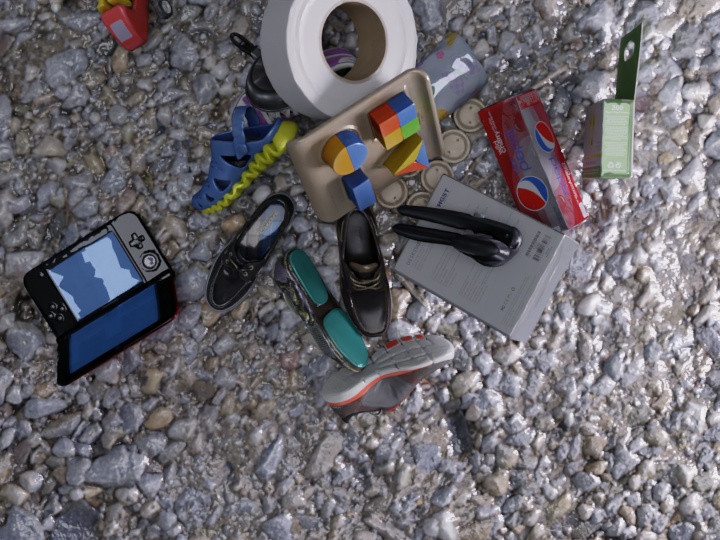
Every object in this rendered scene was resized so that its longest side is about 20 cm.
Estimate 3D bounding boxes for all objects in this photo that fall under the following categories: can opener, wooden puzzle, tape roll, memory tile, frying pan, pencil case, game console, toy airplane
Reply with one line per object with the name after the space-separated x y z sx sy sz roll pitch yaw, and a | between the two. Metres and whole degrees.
0.125 -0.054 1.337 0.200 0.079 0.063 22 84 41 | can opener
0.017 -0.151 1.321 0.200 0.185 0.046 -30 59 -5 | wooden puzzle
-0.025 -0.293 1.300 0.202 0.071 0.203 -6 101 -33 | tape roll
0.078 -0.180 1.444 0.153 0.017 0.200 28 96 0 | memory tile
-0.116 -0.292 1.376 0.115 0.031 0.190 -25 56 8 | frying pan
0.079 -0.238 1.390 0.200 0.083 0.091 -39 84 5 | pencil case
-0.371 0.035 1.425 0.200 0.119 0.173 -31 93 4 | game console
-0.350 -0.424 1.373 0.199 0.141 0.200 31 111 19 | toy airplane

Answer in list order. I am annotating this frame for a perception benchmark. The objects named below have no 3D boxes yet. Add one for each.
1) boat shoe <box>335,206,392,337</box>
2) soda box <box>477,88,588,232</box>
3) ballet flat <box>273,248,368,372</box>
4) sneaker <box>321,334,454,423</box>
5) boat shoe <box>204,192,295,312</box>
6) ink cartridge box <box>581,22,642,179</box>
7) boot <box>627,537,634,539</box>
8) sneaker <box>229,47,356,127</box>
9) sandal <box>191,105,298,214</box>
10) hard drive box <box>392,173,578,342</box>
0.000 0.000 1.432 0.074 0.073 0.200 -12 94 3 | boat shoe
0.241 -0.147 1.406 0.070 0.063 0.200 -19 95 44 | soda box
-0.061 0.064 1.449 0.072 0.072 0.201 -32 89 4 | ballet flat
0.046 0.159 1.458 0.200 0.077 0.082 -22 120 5 | sneaker
-0.159 -0.024 1.439 0.070 0.066 0.200 38 95 -1 | boat shoe
0.338 -0.224 1.367 0.048 0.146 0.200 2 95 3 | ink cartridge box
0.382 0.509 1.466 0.154 0.073 0.204 -30 89 7 | boot
-0.092 -0.241 1.390 0.200 0.114 0.073 -32 115 5 | sneaker
-0.174 -0.158 1.398 0.087 0.080 0.200 40 119 -15 | sandal
0.169 -0.018 1.383 0.200 0.077 0.156 31 96 27 | hard drive box
